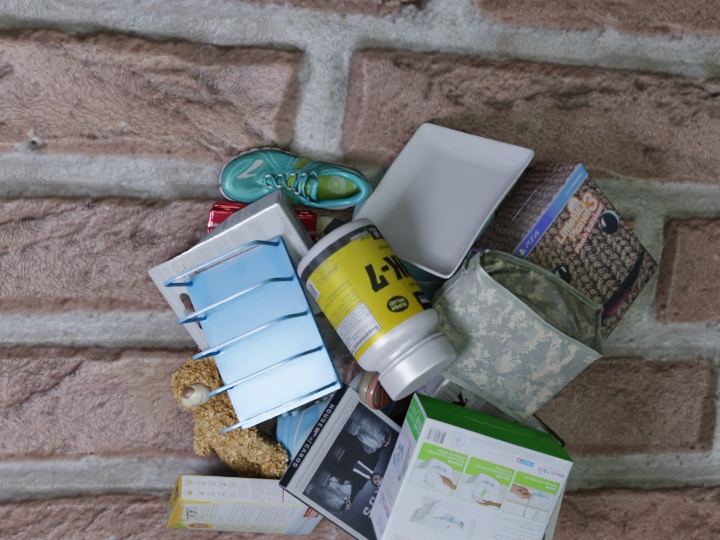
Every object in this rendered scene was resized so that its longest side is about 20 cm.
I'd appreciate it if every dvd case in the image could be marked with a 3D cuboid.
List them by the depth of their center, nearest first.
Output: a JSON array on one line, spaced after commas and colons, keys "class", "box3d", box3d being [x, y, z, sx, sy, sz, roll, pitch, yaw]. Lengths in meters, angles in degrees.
[{"class": "dvd case", "box3d": [0.003, 0.257, 1.486, 0.200, 0.025, 0.151, 41, 75, -34]}]

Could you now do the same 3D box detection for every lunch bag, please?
[{"class": "lunch bag", "box3d": [0.175, 0.070, 1.449, 0.199, 0.118, 0.164, 31, 128, -14]}]

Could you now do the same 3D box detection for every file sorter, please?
[{"class": "file sorter", "box3d": [-0.132, 0.078, 1.389, 0.138, 0.123, 0.202, -23, 86, 11]}]

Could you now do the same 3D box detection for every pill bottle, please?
[{"class": "pill bottle", "box3d": [0.022, 0.048, 1.398, 0.114, 0.114, 0.201, -34, 77, -5]}]

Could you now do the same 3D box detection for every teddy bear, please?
[{"class": "teddy bear", "box3d": [-0.174, 0.203, 1.510, 0.067, 0.144, 0.202, -39, 115, -42]}]

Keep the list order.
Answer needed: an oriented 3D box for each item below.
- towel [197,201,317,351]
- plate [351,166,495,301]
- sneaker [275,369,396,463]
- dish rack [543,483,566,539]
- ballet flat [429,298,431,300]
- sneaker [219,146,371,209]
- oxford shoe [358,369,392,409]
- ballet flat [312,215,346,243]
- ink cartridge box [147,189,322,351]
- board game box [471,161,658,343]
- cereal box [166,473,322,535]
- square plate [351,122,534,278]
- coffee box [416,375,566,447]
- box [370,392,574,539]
[{"class": "towel", "box3d": [-0.136, 0.013, 1.522, 0.143, 0.023, 0.202, 4, 108, -14]}, {"class": "plate", "box3d": [0.085, -0.050, 1.544, 0.198, 0.026, 0.203, 0, 87, -1]}, {"class": "sneaker", "box3d": [-0.041, 0.187, 1.561, 0.200, 0.130, 0.080, -45, 122, -39]}, {"class": "dish rack", "box3d": [0.164, 0.294, 1.530, 0.198, 0.044, 0.174, 8, 106, -10]}, {"class": "ballet flat", "box3d": [0.162, 0.062, 1.581, 0.199, 0.065, 0.071, 36, 86, 5]}, {"class": "sneaker", "box3d": [-0.082, -0.116, 1.495, 0.198, 0.080, 0.078, 1, 99, -12]}, {"class": "oxford shoe", "box3d": [0.019, 0.117, 1.504, 0.074, 0.200, 0.071, 10, 113, 11]}, {"class": "ballet flat", "box3d": [0.000, 0.000, 1.513, 0.200, 0.057, 0.067, 44, 112, 13]}, {"class": "ink cartridge box", "box3d": [-0.147, 0.011, 1.494, 0.199, 0.047, 0.161, -26, 114, 14]}, {"class": "board game box", "box3d": [0.274, -0.018, 1.550, 0.200, 0.097, 0.160, 46, 73, -25]}, {"class": "cereal box", "box3d": [-0.148, 0.309, 1.525, 0.198, 0.144, 0.040, 6, 62, -15]}, {"class": "square plate", "box3d": [0.098, -0.089, 1.468, 0.199, 0.199, 0.028, -54, 134, -14]}, {"class": "coffee box", "box3d": [0.171, 0.193, 1.587, 0.200, 0.113, 0.080, 40, 90, -16]}, {"class": "box", "box3d": [0.136, 0.274, 1.447, 0.198, 0.097, 0.178, 17, 102, -11]}]
